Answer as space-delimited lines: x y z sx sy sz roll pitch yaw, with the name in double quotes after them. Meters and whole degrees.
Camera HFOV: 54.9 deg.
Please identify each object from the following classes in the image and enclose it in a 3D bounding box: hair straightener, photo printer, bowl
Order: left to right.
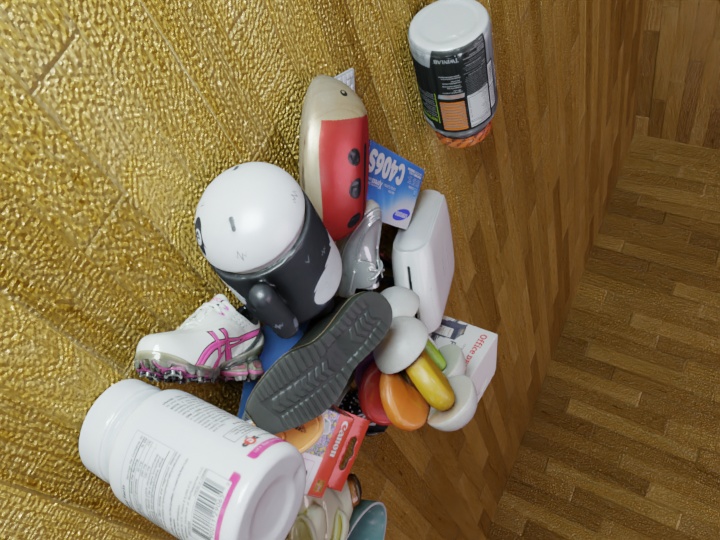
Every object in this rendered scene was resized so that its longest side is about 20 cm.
-0.047 0.456 1.131 0.201 0.103 0.206 -43 142 -46 "bowl"
0.042 0.023 1.138 0.079 0.040 0.200 -70 159 -5 "hair straightener"
0.104 -0.011 1.126 0.202 0.067 0.170 -64 148 -53 "photo printer"

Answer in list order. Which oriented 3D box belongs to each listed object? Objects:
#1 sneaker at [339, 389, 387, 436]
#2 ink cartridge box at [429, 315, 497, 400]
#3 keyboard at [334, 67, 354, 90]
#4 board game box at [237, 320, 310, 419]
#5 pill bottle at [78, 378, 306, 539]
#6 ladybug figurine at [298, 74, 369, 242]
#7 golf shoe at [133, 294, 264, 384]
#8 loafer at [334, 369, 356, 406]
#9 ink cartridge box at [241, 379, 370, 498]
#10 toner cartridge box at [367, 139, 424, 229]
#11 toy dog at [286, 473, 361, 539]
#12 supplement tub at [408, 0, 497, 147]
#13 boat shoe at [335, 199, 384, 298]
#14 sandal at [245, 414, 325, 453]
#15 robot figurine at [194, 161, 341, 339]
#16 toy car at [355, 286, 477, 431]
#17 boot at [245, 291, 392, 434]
0.015 0.245 1.172 0.199 0.065 0.093 -13 115 -63 "sneaker"
0.116 0.147 1.163 0.145 0.196 0.086 -45 143 -43 "ink cartridge box"
-0.022 -0.160 0.920 0.056 0.010 0.204 -45 143 -44 "keyboard"
-0.107 0.134 0.895 0.156 0.038 0.206 -1 106 -53 "board game box"
-0.157 0.179 0.637 0.113 0.196 0.116 -40 139 -46 "pill bottle"
-0.028 -0.125 0.823 0.136 0.070 0.206 -62 155 -67 "ladybug figurine"
-0.165 0.071 0.718 0.199 0.070 0.095 20 68 -70 "golf shoe"
-0.021 0.131 1.029 0.204 0.069 0.070 -64 144 -19 "loafer"
-0.063 0.220 0.872 0.198 0.050 0.111 28 84 -37 "ink cartridge box"
0.026 -0.120 0.979 0.199 0.042 0.098 7 102 -64 "toner cartridge box"
-0.081 0.339 0.992 0.199 0.136 0.199 19 55 -63 "toy dog"
0.145 -0.292 1.049 0.124 0.120 0.202 -59 152 -25 "supplement tub"
0.000 0.000 0.938 0.071 0.068 0.203 -24 145 -45 "boat shoe"
-0.130 0.207 0.761 0.203 0.059 0.081 -29 96 -10 "sandal"
-0.094 -0.020 0.732 0.125 0.149 0.201 -49 144 -14 "robot figurine"
0.059 0.139 0.960 0.176 0.149 0.201 48 14 -20 "toy car"
-0.060 0.104 0.819 0.198 0.138 0.079 -38 103 -19 "boot"
